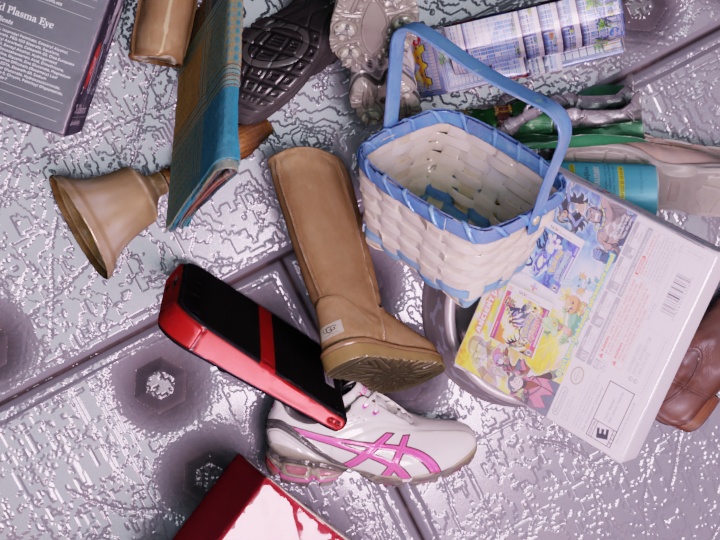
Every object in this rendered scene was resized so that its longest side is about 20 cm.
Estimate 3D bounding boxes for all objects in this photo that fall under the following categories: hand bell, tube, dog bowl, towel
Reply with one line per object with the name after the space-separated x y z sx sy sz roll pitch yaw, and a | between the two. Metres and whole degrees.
-0.167 -0.086 1.413 0.199 0.104 0.105 -31 100 -16 | hand bell
0.168 -0.071 1.430 0.199 0.050 0.078 0 62 0 | tube
0.159 0.035 1.475 0.199 0.059 0.201 -1 97 -8 | dog bowl
-0.128 -0.148 1.335 0.022 0.147 0.201 11 66 -22 | towel

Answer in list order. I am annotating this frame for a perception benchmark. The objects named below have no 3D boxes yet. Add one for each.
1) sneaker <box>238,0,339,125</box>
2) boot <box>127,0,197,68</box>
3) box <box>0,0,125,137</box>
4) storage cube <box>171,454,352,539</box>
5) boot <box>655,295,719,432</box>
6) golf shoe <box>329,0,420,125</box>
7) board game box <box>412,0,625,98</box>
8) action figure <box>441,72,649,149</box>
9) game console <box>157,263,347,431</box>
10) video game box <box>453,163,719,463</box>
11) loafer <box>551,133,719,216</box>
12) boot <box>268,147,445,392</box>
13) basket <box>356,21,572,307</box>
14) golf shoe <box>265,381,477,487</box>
-0.047 -0.200 1.383 0.076 0.091 0.200 28 71 21 | sneaker
-0.150 -0.277 1.340 0.066 0.175 0.201 12 91 -8 | boot
-0.258 -0.215 1.316 0.104 0.200 0.183 18 94 -8 | box
-0.089 0.291 1.403 0.171 0.200 0.180 39 83 -10 | storage cube
0.288 0.052 1.445 0.200 0.064 0.187 24 95 -42 | boot
0.011 -0.215 1.362 0.078 0.200 0.098 -4 61 0 | golf shoe
0.131 -0.199 1.398 0.199 0.200 0.062 -13 97 8 | board game box
0.155 -0.139 1.440 0.199 0.118 0.055 -9 117 4 | action figure
-0.094 0.065 1.370 0.176 0.200 0.031 34 99 -11 | game console
0.196 0.035 1.362 0.182 0.047 0.201 30 106 26 | video game box
0.273 -0.095 1.483 0.199 0.063 0.072 9 127 -5 | loafer
0.000 0.000 1.414 0.066 0.175 0.201 -24 68 21 | boot
0.083 -0.089 1.313 0.176 0.201 0.139 37 51 26 | basket
0.012 0.148 1.451 0.199 0.073 0.093 0 113 -9 | golf shoe
